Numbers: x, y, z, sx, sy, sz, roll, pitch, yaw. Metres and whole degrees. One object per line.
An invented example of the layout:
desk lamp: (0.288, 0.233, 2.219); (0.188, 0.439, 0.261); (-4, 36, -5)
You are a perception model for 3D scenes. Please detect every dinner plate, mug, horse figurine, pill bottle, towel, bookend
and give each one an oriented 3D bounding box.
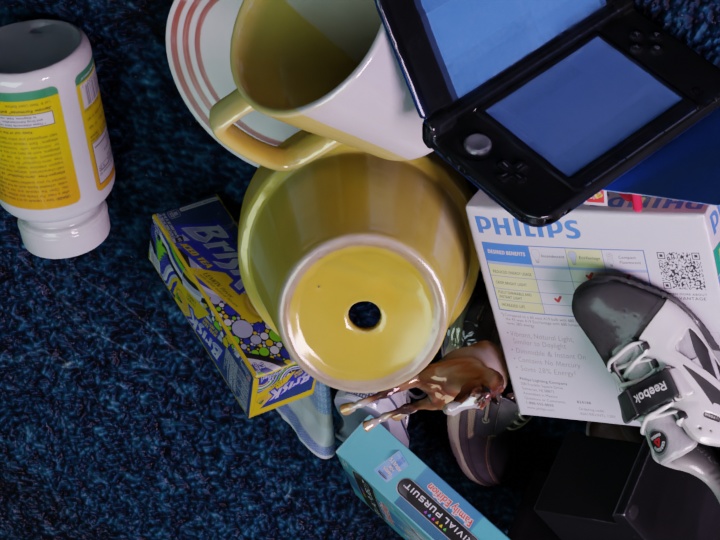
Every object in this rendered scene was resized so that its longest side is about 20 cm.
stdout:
dinner plate: (-0.074, -0.168, 1.447); (0.199, 0.024, 0.201); (18, 131, 22)
mug: (-0.005, -0.154, 1.276); (0.186, 0.150, 0.153); (1, 162, 40)
horse figurine: (0.070, 0.092, 1.380); (0.132, 0.200, 0.050); (-21, 86, 20)
pill bottle: (-0.284, -0.115, 1.562); (0.112, 0.113, 0.201); (13, 130, 25)
towel: (-0.069, 0.061, 1.572); (0.147, 0.024, 0.201); (44, 147, 48)
bookend: (0.199, 0.203, 1.443); (0.199, 0.092, 0.199); (3, 146, 44)

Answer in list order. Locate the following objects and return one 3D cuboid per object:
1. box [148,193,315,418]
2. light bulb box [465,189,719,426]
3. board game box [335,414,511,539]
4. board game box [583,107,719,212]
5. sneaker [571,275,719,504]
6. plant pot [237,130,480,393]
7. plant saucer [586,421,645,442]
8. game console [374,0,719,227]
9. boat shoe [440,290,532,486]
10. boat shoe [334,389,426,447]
box: (-0.114, 0.029, 1.528); (0.200, 0.070, 0.064); (55, 151, 29)
light bulb box: (0.210, 0.006, 1.324); (0.198, 0.125, 0.201); (3, 125, 32)
board game box: (0.072, 0.226, 1.501); (0.200, 0.047, 0.151); (40, 168, 19)
board game box: (0.216, -0.082, 1.228); (0.199, 0.158, 0.039); (10, 129, 26)
sneaker: (0.223, 0.089, 1.233); (0.200, 0.089, 0.074); (43, 136, -2)
plant pot: (0.000, 0.000, 1.360); (0.200, 0.189, 0.202); (0, 113, -1)
plant saucer: (0.285, 0.154, 1.420); (0.200, 0.035, 0.200); (24, 154, 12)
game console: (0.135, -0.156, 1.177); (0.171, 0.200, 0.119); (42, 154, 30)
boat shoe: (0.119, 0.111, 1.503); (0.073, 0.075, 0.201); (9, 129, 28)
boat shoe: (0.018, 0.112, 1.573); (0.074, 0.086, 0.202); (19, 161, 13)
